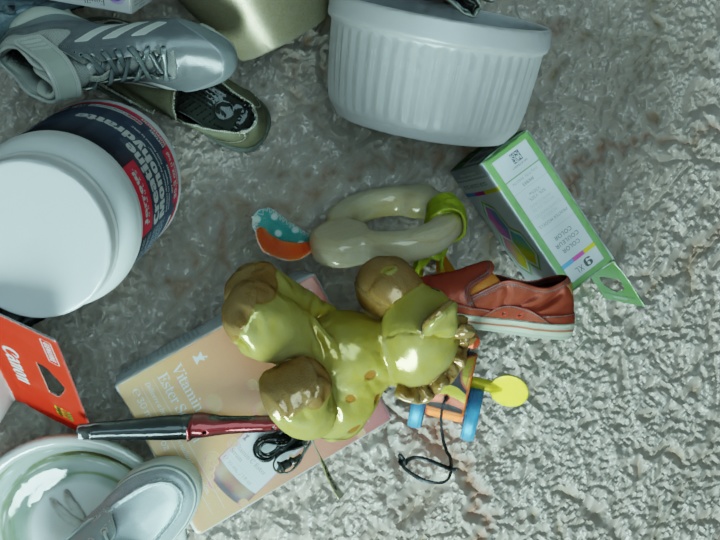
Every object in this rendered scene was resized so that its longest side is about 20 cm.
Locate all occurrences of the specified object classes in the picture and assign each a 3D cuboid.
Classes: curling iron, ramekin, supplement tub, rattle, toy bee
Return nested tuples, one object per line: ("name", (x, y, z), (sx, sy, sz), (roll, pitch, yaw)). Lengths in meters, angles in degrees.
("curling iron", (-0.138, 0.141, 0.994), (0.199, 0.026, 0.050), (6, 88, -10))
("ramekin", (0.063, -0.180, 1.051), (0.199, 0.200, 0.106), (7, 107, -11))
("supplement tub", (-0.236, -0.055, 0.970), (0.139, 0.200, 0.141), (2, 109, 5))
("rattle", (0.000, 0.000, 1.092), (0.199, 0.130, 0.143), (-20, 137, -24))
("toy bee", (0.089, 0.099, 1.047), (0.130, 0.200, 0.109), (9, 105, -14))

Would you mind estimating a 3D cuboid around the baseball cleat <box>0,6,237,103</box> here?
("baseball cleat", (-0.207, -0.169, 0.988), (0.199, 0.107, 0.070), (7, 131, 9))

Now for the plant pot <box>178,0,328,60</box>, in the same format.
("plant pot", (-0.113, -0.295, 1.037), (0.187, 0.187, 0.201), (-31, 110, -9))

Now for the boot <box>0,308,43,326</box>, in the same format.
("boot", (-0.384, -0.009, 1.039), (0.164, 0.066, 0.201), (-32, 101, -7))

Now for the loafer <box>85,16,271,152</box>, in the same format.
("loafer", (-0.169, -0.174, 1.068), (0.199, 0.070, 0.076), (23, 87, -10))

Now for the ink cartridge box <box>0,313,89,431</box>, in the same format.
("ink cartridge box", (-0.313, 0.079, 0.959), (0.173, 0.200, 0.044), (25, 62, 11))

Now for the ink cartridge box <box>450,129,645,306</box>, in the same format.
("ink cartridge box", (0.175, -0.033, 1.118), (0.059, 0.104, 0.200), (-37, 98, -8))

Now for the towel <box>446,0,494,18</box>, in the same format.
("towel", (0.036, -0.297, 1.042), (0.192, 0.200, 0.035), (38, 105, -9))

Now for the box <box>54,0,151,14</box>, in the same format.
("box", (-0.277, -0.259, 1.017), (0.199, 0.041, 0.039), (13, 124, 16))

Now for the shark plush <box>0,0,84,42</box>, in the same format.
("shark plush", (-0.340, -0.208, 1.029), (0.199, 0.083, 0.092), (0, 91, -10))

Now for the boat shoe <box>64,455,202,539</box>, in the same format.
("boat shoe", (-0.211, 0.237, 0.989), (0.201, 0.072, 0.070), (-42, 99, 15))

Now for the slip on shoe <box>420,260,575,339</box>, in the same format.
("slip on shoe", (0.097, 0.019, 1.040), (0.199, 0.074, 0.062), (7, 96, -11))

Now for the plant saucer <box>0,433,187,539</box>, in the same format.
("plant saucer", (-0.251, 0.236, 1.058), (0.199, 0.050, 0.202), (0, 101, 0))

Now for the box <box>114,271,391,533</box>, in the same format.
("box", (-0.099, 0.113, 1.068), (0.199, 0.106, 0.153), (-30, 96, -8))

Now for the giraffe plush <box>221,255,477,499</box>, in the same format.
("giraffe plush", (0.005, 0.057, 0.935), (0.162, 0.173, 0.201), (-29, 103, 5))
